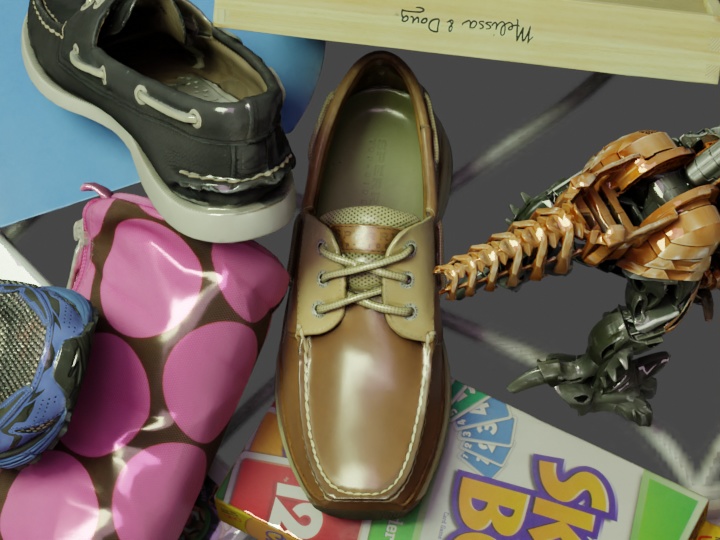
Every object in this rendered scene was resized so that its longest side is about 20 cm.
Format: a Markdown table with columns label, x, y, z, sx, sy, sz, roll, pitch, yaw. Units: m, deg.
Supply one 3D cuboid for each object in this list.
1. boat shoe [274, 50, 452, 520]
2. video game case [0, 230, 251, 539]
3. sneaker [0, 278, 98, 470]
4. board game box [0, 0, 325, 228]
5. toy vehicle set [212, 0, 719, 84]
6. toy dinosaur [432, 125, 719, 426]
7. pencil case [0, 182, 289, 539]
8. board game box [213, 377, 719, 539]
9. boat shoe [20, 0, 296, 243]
| label | x | y | z | sx | sy | sz | roll | pitch | yaw |
| --- | --- | --- | --- | --- | --- | --- | --- | --- | --- |
| boat shoe | 0.000 | 0.000 | 0.840 | 0.075 | 0.074 | 0.202 | -1 | 61 | 4 |
| video game case | -0.169 | 0.111 | 0.879 | 0.182 | 0.023 | 0.200 | 44 | 87 | 9 |
| sneaker | -0.180 | 0.029 | 0.799 | 0.199 | 0.078 | 0.076 | 3 | 75 | 41 |
| board game box | -0.113 | -0.091 | 0.922 | 0.198 | 0.039 | 0.159 | -18 | 58 | -6 |
| toy vehicle set | 0.046 | -0.113 | 0.841 | 0.198 | 0.124 | 0.027 | 7 | 107 | 4 |
| toy dinosaur | 0.107 | -0.018 | 0.805 | 0.198 | 0.136 | 0.103 | 9 | 53 | -28 |
| pencil case | -0.105 | 0.068 | 0.825 | 0.093 | 0.091 | 0.201 | 23 | 86 | -3 |
| board game box | 0.048 | 0.101 | 0.835 | 0.199 | 0.030 | 0.096 | 25 | 64 | 15 |
| boat shoe | -0.085 | -0.084 | 0.824 | 0.073 | 0.061 | 0.200 | -13 | 36 | -21 |
